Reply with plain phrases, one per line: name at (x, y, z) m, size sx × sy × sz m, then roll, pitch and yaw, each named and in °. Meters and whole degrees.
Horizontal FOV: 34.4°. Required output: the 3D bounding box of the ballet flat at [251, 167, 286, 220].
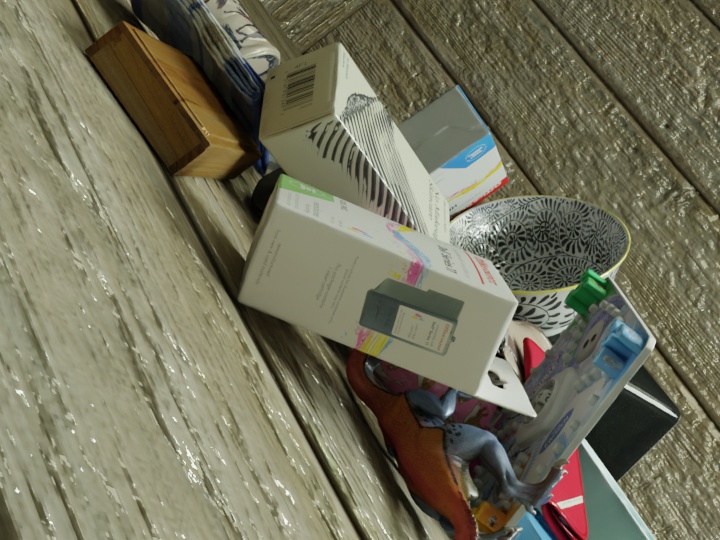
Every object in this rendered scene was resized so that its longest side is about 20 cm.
ballet flat at (-0.047, -0.072, 1.006) m, size 0.200 × 0.066 × 0.047 m, roll -69°, pitch 162°, yaw -66°

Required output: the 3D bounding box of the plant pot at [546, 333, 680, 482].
plant pot at (0.200, 0.136, 1.316) m, size 0.177 × 0.200 × 0.201 m, roll 36°, pitch 14°, yaw -29°

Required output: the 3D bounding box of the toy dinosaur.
toy dinosaur at (0.046, 0.101, 0.771) m, size 0.181 × 0.106 × 0.200 m, roll 37°, pitch 9°, yaw 24°

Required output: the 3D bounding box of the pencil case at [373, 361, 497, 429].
pencil case at (0.029, 0.051, 0.917) m, size 0.200 × 0.086 × 0.083 m, roll 51°, pitch 49°, yaw -29°

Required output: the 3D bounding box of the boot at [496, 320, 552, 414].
boot at (0.135, 0.089, 1.083) m, size 0.200 × 0.070 × 0.147 m, roll 49°, pitch 16°, yaw -19°

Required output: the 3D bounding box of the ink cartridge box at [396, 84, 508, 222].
ink cartridge box at (0.090, -0.106, 1.249) m, size 0.068 × 0.116 × 0.200 m, roll 57°, pitch 5°, yaw 19°

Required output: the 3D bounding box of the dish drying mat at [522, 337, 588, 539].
dish drying mat at (0.164, 0.144, 0.982) m, size 0.077 × 0.018 × 0.201 m, roll 52°, pitch 25°, yaw -27°

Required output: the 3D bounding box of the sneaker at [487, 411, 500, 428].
sneaker at (0.101, 0.142, 1.110) m, size 0.087 × 0.075 × 0.200 m, roll 36°, pitch 5°, yaw -3°

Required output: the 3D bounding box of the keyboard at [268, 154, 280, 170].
keyboard at (-0.046, -0.101, 1.116) m, size 0.199 × 0.011 × 0.056 m, roll 15°, pitch 30°, yaw -40°

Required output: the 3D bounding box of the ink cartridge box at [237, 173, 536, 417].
ink cartridge box at (0.027, 0.013, 0.740) m, size 0.198 × 0.068 × 0.117 m, roll 22°, pitch 12°, yaw -8°

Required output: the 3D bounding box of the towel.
towel at (-0.137, -0.183, 0.967) m, size 0.201 × 0.024 × 0.147 m, roll 54°, pitch -16°, yaw 12°

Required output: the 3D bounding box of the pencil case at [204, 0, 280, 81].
pencil case at (-0.164, -0.275, 1.229) m, size 0.201 × 0.078 × 0.089 m, roll 55°, pitch 21°, yaw 12°

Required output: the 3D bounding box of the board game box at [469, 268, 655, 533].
board game box at (0.137, 0.100, 0.888) m, size 0.026 × 0.201 × 0.200 m, roll 34°, pitch 12°, yaw -4°

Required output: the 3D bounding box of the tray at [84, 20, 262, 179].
tray at (-0.127, -0.117, 0.842) m, size 0.099 × 0.037 × 0.200 m, roll 55°, pitch 5°, yaw 0°

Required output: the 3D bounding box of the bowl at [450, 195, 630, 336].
bowl at (0.183, 0.008, 1.226) m, size 0.201 × 0.198 × 0.095 m, roll -117°, pitch -163°, yaw -57°

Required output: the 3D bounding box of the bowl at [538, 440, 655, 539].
bowl at (0.214, 0.248, 1.142) m, size 0.202 × 0.105 × 0.201 m, roll 54°, pitch 7°, yaw -9°

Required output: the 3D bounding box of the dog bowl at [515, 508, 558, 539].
dog bowl at (0.152, 0.258, 0.874) m, size 0.201 × 0.049 × 0.111 m, roll 56°, pitch 6°, yaw 21°

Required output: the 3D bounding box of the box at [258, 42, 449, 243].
box at (0.000, -0.076, 0.919) m, size 0.200 × 0.068 × 0.083 m, roll 49°, pitch 33°, yaw -44°
